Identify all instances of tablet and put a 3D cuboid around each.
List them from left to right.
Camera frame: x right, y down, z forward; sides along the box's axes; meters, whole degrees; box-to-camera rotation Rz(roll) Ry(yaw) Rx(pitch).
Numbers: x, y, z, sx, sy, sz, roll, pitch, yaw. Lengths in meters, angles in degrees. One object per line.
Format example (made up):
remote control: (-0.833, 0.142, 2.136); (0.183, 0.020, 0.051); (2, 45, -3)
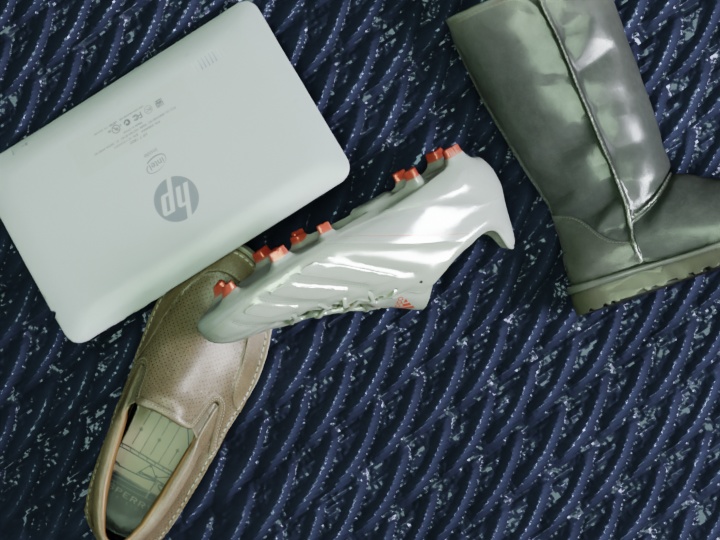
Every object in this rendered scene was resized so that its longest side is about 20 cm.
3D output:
tablet: (-0.119, -0.059, 1.426); (0.200, 0.014, 0.130); (-32, 76, 6)

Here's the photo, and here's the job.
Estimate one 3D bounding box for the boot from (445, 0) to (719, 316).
boot: (0.165, -0.091, 1.398); (0.182, 0.073, 0.200); (-19, 85, 3)

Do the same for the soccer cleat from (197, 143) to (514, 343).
soccer cleat: (0.000, 0.000, 1.396); (0.200, 0.069, 0.078); (-30, 97, -10)

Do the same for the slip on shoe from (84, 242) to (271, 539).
slip on shoe: (-0.111, 0.077, 1.424); (0.076, 0.061, 0.200); (28, 95, 2)
